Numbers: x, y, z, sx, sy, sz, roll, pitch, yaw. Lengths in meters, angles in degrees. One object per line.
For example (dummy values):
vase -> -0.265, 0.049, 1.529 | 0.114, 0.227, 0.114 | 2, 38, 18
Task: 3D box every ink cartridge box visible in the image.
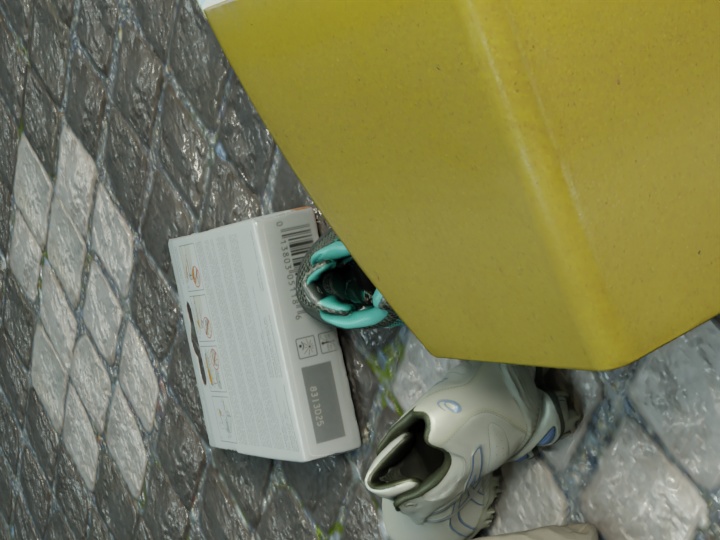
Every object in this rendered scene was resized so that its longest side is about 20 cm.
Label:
ink cartridge box -> -0.070, 0.046, 1.135 | 0.200, 0.050, 0.163 | 174, 84, -69

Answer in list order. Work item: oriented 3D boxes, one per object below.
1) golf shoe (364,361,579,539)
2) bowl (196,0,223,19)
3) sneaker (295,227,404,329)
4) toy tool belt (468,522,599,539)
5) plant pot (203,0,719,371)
golf shoe -> 0.035, 0.106, 0.911 | 0.079, 0.097, 0.200 | 61, 148, 24
bowl -> -0.015, -0.215, 0.864 | 0.200, 0.107, 0.201 | 30, 126, 53
sneaker -> 0.000, 0.000, 0.935 | 0.200, 0.091, 0.078 | -16, 86, 61
toy tool belt -> 0.059, 0.210, 0.884 | 0.200, 0.124, 0.124 | -31, 66, 60
plant pot -> 0.087, -0.067, 0.678 | 0.200, 0.199, 0.177 | 0, 113, 60
